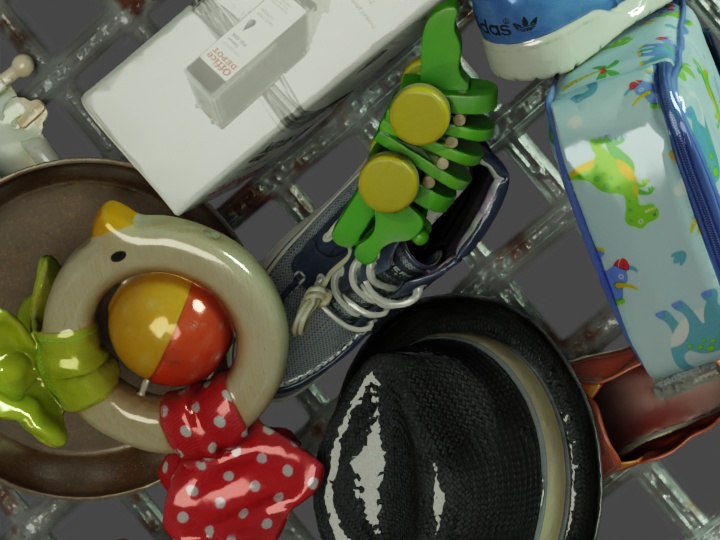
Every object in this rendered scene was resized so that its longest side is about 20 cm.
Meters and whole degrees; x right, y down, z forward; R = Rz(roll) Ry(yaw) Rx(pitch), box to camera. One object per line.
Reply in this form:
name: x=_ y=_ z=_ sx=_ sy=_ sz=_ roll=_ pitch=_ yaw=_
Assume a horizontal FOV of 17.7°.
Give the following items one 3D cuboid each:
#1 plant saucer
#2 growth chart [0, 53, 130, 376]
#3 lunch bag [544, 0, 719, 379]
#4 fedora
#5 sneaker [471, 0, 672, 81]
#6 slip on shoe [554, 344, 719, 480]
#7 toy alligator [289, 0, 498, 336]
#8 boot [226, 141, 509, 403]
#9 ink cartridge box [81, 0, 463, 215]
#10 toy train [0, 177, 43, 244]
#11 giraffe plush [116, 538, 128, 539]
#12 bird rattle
plant saucer: x=-0.155 y=0.031 z=1.304 sx=0.200 sy=0.034 sz=0.201 roll=-3 pitch=107 yaw=-8
growth chart: x=-0.203 y=-0.005 z=1.348 sx=0.145 sy=0.018 sz=0.200 roll=-30 pitch=91 yaw=14
lunch bag: x=0.156 y=-0.041 z=1.174 sx=0.082 sy=0.200 sz=0.161 roll=-17 pitch=105 yaw=14
fedora: x=0.035 y=0.112 z=1.244 sx=0.200 sy=0.092 sz=0.201 roll=-1 pitch=88 yaw=36
sneaker: x=0.123 y=-0.189 z=1.168 sx=0.077 sy=0.200 sz=0.111 roll=13 pitch=130 yaw=46
slip on shoe: x=0.128 y=0.084 z=1.268 sx=0.200 sy=0.061 sz=0.074 roll=-24 pitch=94 yaw=20
toy alligator: x=0.025 y=-0.041 z=1.182 sx=0.054 sy=0.059 sz=0.200 roll=24 pitch=113 yaw=-2
boot: x=0.000 y=0.000 z=1.257 sx=0.073 sy=0.090 sz=0.200 roll=33 pitch=100 yaw=-19
ink cartridge box: x=-0.033 y=-0.126 z=1.232 sx=0.200 sy=0.147 sz=0.083 roll=-39 pitch=90 yaw=14
toy train: x=-0.263 y=-0.060 z=1.292 sx=0.200 sy=0.034 sz=0.046 roll=24 pitch=83 yaw=-16
giraffe plush: x=-0.150 y=0.228 z=1.288 sx=0.199 sy=0.173 sz=0.163 roll=16 pitch=80 yaw=-8
bird rattle: x=-0.104 y=0.054 z=1.206 sx=0.200 sy=0.113 sz=0.163 roll=28 pitch=116 yaw=5
